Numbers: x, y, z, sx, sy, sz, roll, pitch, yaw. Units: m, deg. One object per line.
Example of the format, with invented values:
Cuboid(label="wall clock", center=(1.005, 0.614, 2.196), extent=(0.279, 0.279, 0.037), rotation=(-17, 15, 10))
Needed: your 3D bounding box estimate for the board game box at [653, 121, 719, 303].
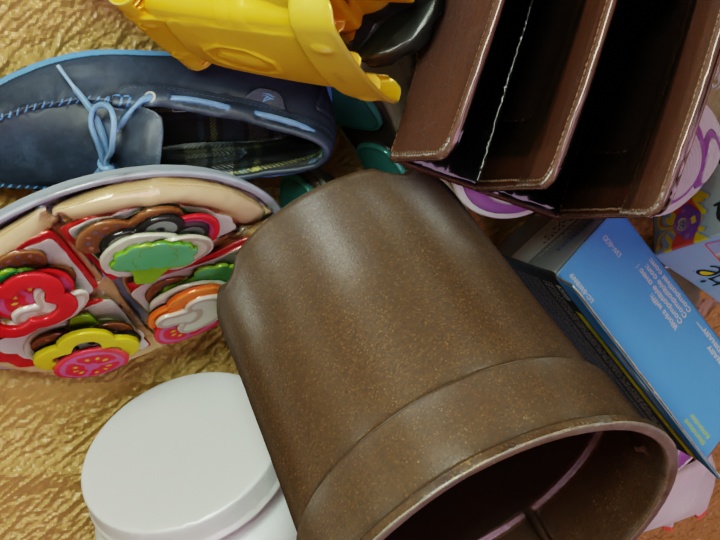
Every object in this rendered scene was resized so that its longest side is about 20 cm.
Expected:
Cuboid(label="board game box", center=(0.293, -0.061, 1.070), extent=(0.199, 0.104, 0.105), rotation=(-20, 145, 38))

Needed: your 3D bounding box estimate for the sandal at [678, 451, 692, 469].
Cuboid(label="sandal", center=(0.173, 0.141, 1.167), extent=(0.201, 0.050, 0.083), rotation=(-25, 127, -16))

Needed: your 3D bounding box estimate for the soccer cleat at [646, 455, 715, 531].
Cuboid(label="soccer cleat", center=(0.175, 0.175, 1.238), extent=(0.199, 0.069, 0.078), rotation=(-27, 124, -24))

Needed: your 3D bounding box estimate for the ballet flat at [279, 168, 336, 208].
Cuboid(label="ballet flat", center=(0.000, 0.000, 1.026), extent=(0.063, 0.067, 0.201), rotation=(-35, 136, -22))

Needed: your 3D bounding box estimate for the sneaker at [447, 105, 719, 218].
Cuboid(label="sneaker", center=(0.118, -0.080, 0.964), extent=(0.198, 0.100, 0.076), rotation=(-1, 118, -33))

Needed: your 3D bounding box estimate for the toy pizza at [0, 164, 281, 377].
Cuboid(label="toy pizza", center=(-0.131, 0.011, 0.905), extent=(0.198, 0.032, 0.201), rotation=(-16, 154, -8))

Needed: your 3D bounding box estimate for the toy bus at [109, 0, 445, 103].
Cuboid(label="toy bus", center=(-0.056, -0.192, 0.821), extent=(0.136, 0.190, 0.202), rotation=(33, 65, -69))

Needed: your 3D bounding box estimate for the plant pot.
Cuboid(label="plant pot", center=(0.030, 0.066, 0.887), extent=(0.199, 0.199, 0.201), rotation=(-20, 146, -14))

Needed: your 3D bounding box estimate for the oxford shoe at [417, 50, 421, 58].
Cuboid(label="oxford shoe", center=(0.070, -0.182, 0.932), extent=(0.084, 0.073, 0.202), rotation=(11, 124, 11))

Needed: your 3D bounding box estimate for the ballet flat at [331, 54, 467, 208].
Cuboid(label="ballet flat", center=(0.013, -0.095, 0.981), extent=(0.069, 0.069, 0.200), rotation=(-39, 132, -5))

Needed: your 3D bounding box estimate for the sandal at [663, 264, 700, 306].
Cuboid(label="sandal", center=(0.154, 0.068, 1.161), extent=(0.200, 0.057, 0.080), rotation=(-38, 128, -5))

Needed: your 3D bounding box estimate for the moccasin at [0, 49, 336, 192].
Cuboid(label="moccasin", center=(-0.109, -0.074, 0.882), extent=(0.198, 0.069, 0.081), rotation=(-11, 136, -6))

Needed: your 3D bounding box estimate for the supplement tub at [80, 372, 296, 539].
Cuboid(label="supplement tub", center=(-0.075, 0.175, 1.029), extent=(0.140, 0.140, 0.201), rotation=(-30, 129, -13))

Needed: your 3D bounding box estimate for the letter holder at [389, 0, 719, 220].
Cuboid(label="letter holder", center=(0.107, -0.134, 0.816), extent=(0.100, 0.142, 0.202), rotation=(18, 87, -17))

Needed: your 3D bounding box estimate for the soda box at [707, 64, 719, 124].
Cuboid(label="soda box", center=(0.172, -0.142, 1.002), extent=(0.068, 0.064, 0.199), rotation=(-56, 150, 10))

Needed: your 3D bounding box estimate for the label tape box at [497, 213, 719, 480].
Cuboid(label="label tape box", center=(0.164, 0.033, 1.024), extent=(0.063, 0.200, 0.145), rotation=(-40, 100, -3))
